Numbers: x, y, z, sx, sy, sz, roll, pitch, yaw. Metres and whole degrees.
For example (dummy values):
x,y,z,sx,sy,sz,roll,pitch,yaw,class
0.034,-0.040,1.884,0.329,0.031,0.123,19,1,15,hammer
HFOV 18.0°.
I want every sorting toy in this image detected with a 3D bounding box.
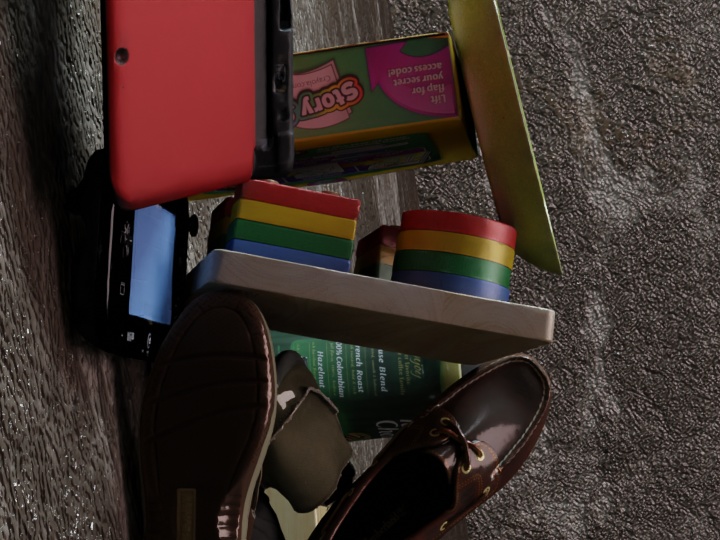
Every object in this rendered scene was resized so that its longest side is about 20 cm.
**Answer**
x,y,z,sx,sy,sz,roll,pitch,yaw,class
0.000,0.000,1.349,0.200,0.197,0.070,150,-50,-77,sorting toy

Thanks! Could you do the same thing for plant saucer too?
x,y,z,sx,sy,sz,roll,pitch,yaw,class
0.085,-0.092,1.375,0.200,0.031,0.202,-14,90,-84,plant saucer

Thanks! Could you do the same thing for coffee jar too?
x,y,z,sx,sy,sz,roll,pitch,yaw,class
0.019,0.082,1.713,0.104,0.198,0.086,67,18,-69,coffee jar

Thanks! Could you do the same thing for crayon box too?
x,y,z,sx,sy,sz,roll,pitch,yaw,class
-0.033,-0.092,1.391,0.173,0.198,0.059,42,40,-81,crayon box

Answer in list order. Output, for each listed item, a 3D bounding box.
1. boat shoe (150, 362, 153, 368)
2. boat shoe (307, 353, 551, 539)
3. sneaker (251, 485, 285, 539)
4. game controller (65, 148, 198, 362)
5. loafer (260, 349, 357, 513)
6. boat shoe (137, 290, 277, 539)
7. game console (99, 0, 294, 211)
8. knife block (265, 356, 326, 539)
x,y,z,sx,sy,sz,roll,pitch,yaw,class
-0.084,0.075,1.420,0.200,0.056,0.069,65,20,-72,boat shoe
0.047,0.127,1.413,0.070,0.200,0.070,42,-13,9,boat shoe
-0.069,0.176,1.417,0.200,0.075,0.092,70,8,-76,sneaker
-0.120,-0.005,1.232,0.200,0.042,0.105,32,52,-82,game controller
-0.035,0.103,1.386,0.070,0.075,0.200,42,-1,14,loafer
-0.089,0.113,1.268,0.075,0.074,0.204,61,38,-88,boat shoe
-0.098,-0.148,1.173,0.172,0.118,0.202,-146,-125,-65,game console
-0.059,0.155,1.558,0.200,0.063,0.177,-82,164,-65,knife block
